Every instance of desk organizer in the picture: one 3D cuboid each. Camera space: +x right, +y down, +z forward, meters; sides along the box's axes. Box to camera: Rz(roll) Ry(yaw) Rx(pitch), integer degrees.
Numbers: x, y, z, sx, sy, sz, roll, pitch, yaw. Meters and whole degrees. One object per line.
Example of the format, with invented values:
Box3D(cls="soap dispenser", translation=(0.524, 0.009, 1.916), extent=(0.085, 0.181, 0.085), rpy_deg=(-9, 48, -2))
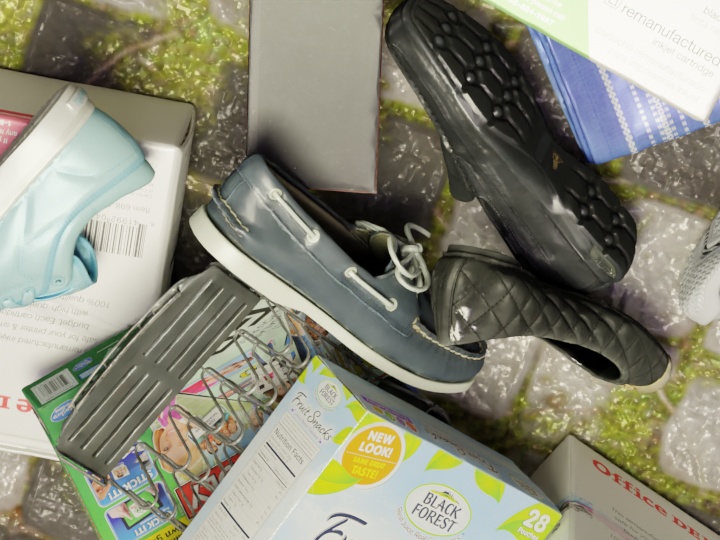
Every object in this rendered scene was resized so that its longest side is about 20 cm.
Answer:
Box3D(cls="desk organizer", translation=(-0.021, -0.149, 1.532), extent=(0.072, 0.077, 0.200), rpy_deg=(3, 113, 2))

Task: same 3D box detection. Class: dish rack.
Box3D(cls="dish rack", translation=(-0.062, 0.089, 1.552), extent=(0.153, 0.055, 0.200), rpy_deg=(-50, 134, 3))

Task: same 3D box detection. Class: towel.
Box3D(cls="towel", translation=(0.190, -0.149, 1.547), extent=(0.200, 0.024, 0.145), rpy_deg=(-19, 111, 12))

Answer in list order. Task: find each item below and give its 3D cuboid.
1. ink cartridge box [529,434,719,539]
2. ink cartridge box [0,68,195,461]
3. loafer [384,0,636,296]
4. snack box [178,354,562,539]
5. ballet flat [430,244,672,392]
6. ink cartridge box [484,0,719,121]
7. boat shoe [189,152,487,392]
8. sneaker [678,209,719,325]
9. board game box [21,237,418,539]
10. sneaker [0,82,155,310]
Box3D(cls="ink cartridge box", translation=(0.131, 0.224, 1.613), extent=(0.147, 0.200, 0.145), rpy_deg=(35, 113, -11))
Box3D(cls="ink cartridge box", translation=(-0.179, -0.002, 1.603), extent=(0.146, 0.085, 0.200), rpy_deg=(11, 111, 0))
Box3D(cls="loafer", translation=(0.072, -0.063, 1.566), extent=(0.070, 0.068, 0.201), rpy_deg=(-24, 115, 36))
Box3D(cls="snack box", translation=(-0.014, 0.167, 1.555), extent=(0.169, 0.068, 0.200), rpy_deg=(29, 99, -40))
Box3D(cls="ballet flat", translation=(0.102, 0.037, 1.571), extent=(0.200, 0.066, 0.057), rpy_deg=(24, 78, -45))
Box3D(cls="ink cartridge box", translation=(0.165, -0.201, 1.472), extent=(0.145, 0.084, 0.200), rpy_deg=(29, 104, 0))
Box3D(cls="boat shoe", translation=(0.000, 0.000, 1.538), extent=(0.200, 0.075, 0.062), rpy_deg=(33, 108, -27))
Box3D(cls="sneaker", translation=(0.274, -0.018, 1.567), extent=(0.115, 0.075, 0.200), rpy_deg=(41, 110, -13))
Box3D(cls="board game box", translation=(-0.073, 0.071, 1.597), extent=(0.200, 0.029, 0.135), rpy_deg=(-30, 125, -11))
Box3D(cls="sneaker", translation=(-0.186, -0.002, 1.519), extent=(0.082, 0.074, 0.200), rpy_deg=(39, 111, -8))
